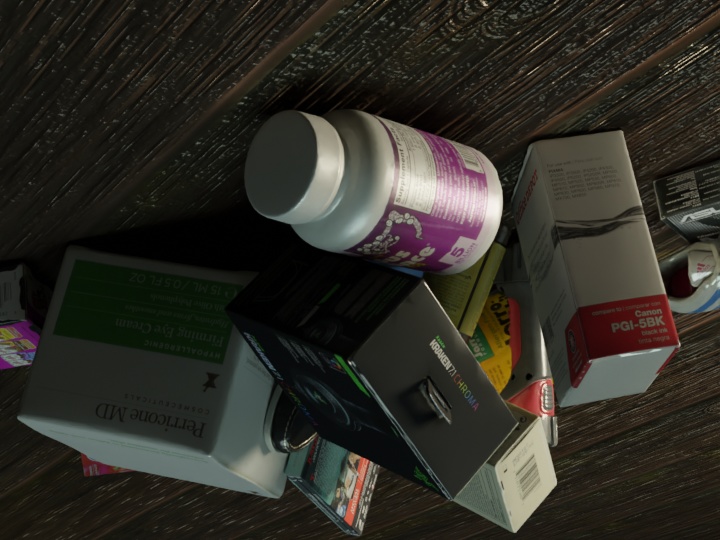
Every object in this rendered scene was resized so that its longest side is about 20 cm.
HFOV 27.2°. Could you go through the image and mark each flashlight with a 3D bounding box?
[{"bbox_3d":[0.157,0.075,1.469,0.067,0.201,0.068,-3,176,-8],"label":"flashlight"}]

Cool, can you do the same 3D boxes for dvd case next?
[{"bbox_3d":[-0.017,0.170,1.498,0.022,0.146,0.200,8,158,21],"label":"dvd case"}]

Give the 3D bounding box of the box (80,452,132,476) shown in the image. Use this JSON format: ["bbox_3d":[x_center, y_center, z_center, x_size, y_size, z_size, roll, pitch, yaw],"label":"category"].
[{"bbox_3d":[-0.275,0.162,1.694,0.095,0.100,0.200,-4,160,-10],"label":"box"}]

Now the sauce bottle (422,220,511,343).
[{"bbox_3d":[0.075,0.042,1.364,0.065,0.200,0.065,23,176,2],"label":"sauce bottle"}]

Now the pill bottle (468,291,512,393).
[{"bbox_3d":[0.142,0.085,1.553,0.200,0.113,0.113,-25,160,-3],"label":"pill bottle"}]

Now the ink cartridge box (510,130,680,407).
[{"bbox_3d":[0.199,0.000,1.287,0.083,0.201,0.147,-9,161,-6],"label":"ink cartridge box"}]

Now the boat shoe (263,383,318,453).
[{"bbox_3d":[-0.014,0.093,1.369,0.060,0.200,0.074,19,143,31],"label":"boat shoe"}]

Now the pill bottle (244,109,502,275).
[{"bbox_3d":[0.010,-0.064,1.170,0.200,0.113,0.112,12,152,-43],"label":"pill bottle"}]

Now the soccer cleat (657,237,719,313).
[{"bbox_3d":[0.359,-0.003,1.395,0.200,0.070,0.086,-21,156,37],"label":"soccer cleat"}]

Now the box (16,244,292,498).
[{"bbox_3d":[-0.170,0.096,1.371,0.198,0.172,0.200,9,165,18],"label":"box"}]

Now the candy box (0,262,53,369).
[{"bbox_3d":[-0.392,0.055,1.417,0.199,0.061,0.136,-10,160,3],"label":"candy box"}]

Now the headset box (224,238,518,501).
[{"bbox_3d":[0.012,0.080,1.222,0.200,0.093,0.174,18,149,52],"label":"headset box"}]

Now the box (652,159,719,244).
[{"bbox_3d":[0.401,-0.068,1.400,0.200,0.048,0.193,-17,160,25],"label":"box"}]

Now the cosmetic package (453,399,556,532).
[{"bbox_3d":[0.082,0.158,1.421,0.200,0.073,0.104,25,146,38],"label":"cosmetic package"}]

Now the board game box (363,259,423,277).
[{"bbox_3d":[0.000,0.000,1.451,0.199,0.039,0.158,-7,161,-24],"label":"board game box"}]
